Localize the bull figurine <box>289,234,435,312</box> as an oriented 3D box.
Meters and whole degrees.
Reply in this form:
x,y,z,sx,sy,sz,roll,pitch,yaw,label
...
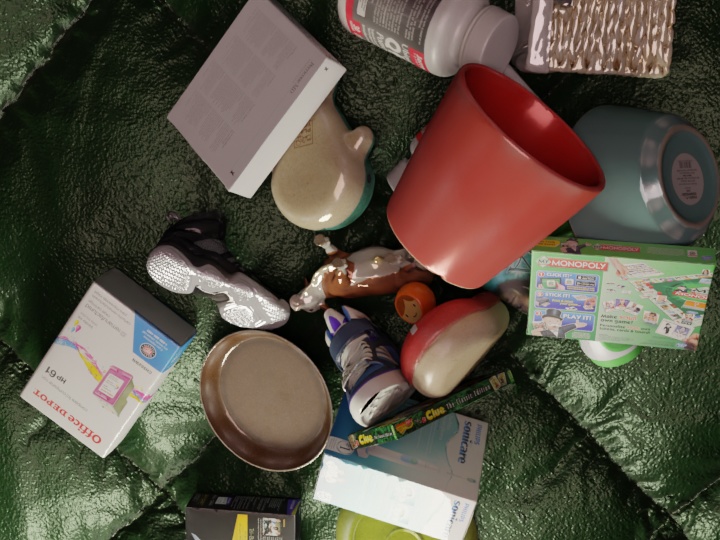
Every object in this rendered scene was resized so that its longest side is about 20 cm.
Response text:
x,y,z,sx,sy,sz,roll,pitch,yaw,label
0.000,0.000,1.292,0.197,0.122,0.066,-12,64,2,bull figurine

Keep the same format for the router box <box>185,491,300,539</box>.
x,y,z,sx,sy,sz,roll,pitch,yaw,label
-0.163,0.417,1.426,0.154,0.052,0.204,3,103,6,router box

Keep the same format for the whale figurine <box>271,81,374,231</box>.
x,y,z,sx,sy,sz,roll,pitch,yaw,label
-0.043,-0.149,1.273,0.157,0.103,0.204,-12,78,31,whale figurine

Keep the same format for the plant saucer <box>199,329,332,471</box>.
x,y,z,sx,sy,sz,roll,pitch,yaw,label
-0.121,0.169,1.356,0.197,0.032,0.204,8,111,22,plant saucer

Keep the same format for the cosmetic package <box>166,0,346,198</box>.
x,y,z,sx,sy,sz,roll,pitch,yaw,label
-0.130,-0.215,1.248,0.201,0.051,0.151,-50,59,15,cosmetic package

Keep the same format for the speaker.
x,y,z,sx,sy,sz,roll,pitch,yaw,label
0.280,0.019,1.241,0.087,0.089,0.201,-24,117,12,speaker

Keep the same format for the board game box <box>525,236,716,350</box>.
x,y,z,sx,sy,sz,roll,pitch,yaw,label
0.291,0.027,1.161,0.197,0.029,0.136,5,132,11,board game box

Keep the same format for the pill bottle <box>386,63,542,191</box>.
x,y,z,sx,sy,sz,roll,pitch,yaw,label
0.132,-0.148,1.231,0.200,0.114,0.114,-43,94,14,pill bottle

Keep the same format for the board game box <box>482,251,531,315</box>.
x,y,z,sx,sy,sz,roll,pitch,yaw,label
0.226,-0.052,1.284,0.134,0.028,0.202,31,105,0,board game box

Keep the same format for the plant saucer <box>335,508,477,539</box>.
x,y,z,sx,sy,sz,roll,pitch,yaw,label
0.061,0.373,1.400,0.196,0.031,0.204,2,103,7,plant saucer

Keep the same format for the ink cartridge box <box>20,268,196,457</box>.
x,y,z,sx,sy,sz,roll,pitch,yaw,label
-0.337,0.125,1.367,0.144,0.085,0.201,36,106,-2,ink cartridge box

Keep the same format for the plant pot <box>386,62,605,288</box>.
x,y,z,sx,sy,sz,roll,pitch,yaw,label
0.132,-0.092,1.100,0.200,0.201,0.178,39,118,-3,plant pot

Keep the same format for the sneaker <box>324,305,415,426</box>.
x,y,z,sx,sy,sz,roll,pitch,yaw,label
-0.008,0.109,1.259,0.146,0.200,0.081,44,102,14,sneaker

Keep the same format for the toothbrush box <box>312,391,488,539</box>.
x,y,z,sx,sy,sz,roll,pitch,yaw,label
0.054,0.242,1.304,0.197,0.147,0.086,15,124,3,toothbrush box

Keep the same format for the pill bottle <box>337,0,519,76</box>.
x,y,z,sx,sy,sz,roll,pitch,yaw,label
0.079,-0.291,1.172,0.199,0.110,0.112,32,106,26,pill bottle

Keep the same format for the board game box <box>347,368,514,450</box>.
x,y,z,sx,sy,sz,roll,pitch,yaw,label
0.088,0.170,1.256,0.104,0.198,0.024,-31,80,53,board game box

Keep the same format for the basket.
x,y,z,sx,sy,sz,roll,pitch,yaw,label
0.258,-0.318,1.134,0.158,0.200,0.202,5,104,4,basket

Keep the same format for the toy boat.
x,y,z,sx,sy,sz,roll,pitch,yaw,label
0.095,0.067,1.249,0.130,0.200,0.131,41,104,11,toy boat

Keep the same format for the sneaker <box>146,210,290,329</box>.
x,y,z,sx,sy,sz,roll,pitch,yaw,label
-0.172,-0.008,1.309,0.198,0.115,0.075,27,134,-22,sneaker

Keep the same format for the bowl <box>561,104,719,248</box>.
x,y,z,sx,sy,sz,roll,pitch,yaw,label
0.333,-0.099,1.163,0.104,0.200,0.203,-10,106,53,bowl
